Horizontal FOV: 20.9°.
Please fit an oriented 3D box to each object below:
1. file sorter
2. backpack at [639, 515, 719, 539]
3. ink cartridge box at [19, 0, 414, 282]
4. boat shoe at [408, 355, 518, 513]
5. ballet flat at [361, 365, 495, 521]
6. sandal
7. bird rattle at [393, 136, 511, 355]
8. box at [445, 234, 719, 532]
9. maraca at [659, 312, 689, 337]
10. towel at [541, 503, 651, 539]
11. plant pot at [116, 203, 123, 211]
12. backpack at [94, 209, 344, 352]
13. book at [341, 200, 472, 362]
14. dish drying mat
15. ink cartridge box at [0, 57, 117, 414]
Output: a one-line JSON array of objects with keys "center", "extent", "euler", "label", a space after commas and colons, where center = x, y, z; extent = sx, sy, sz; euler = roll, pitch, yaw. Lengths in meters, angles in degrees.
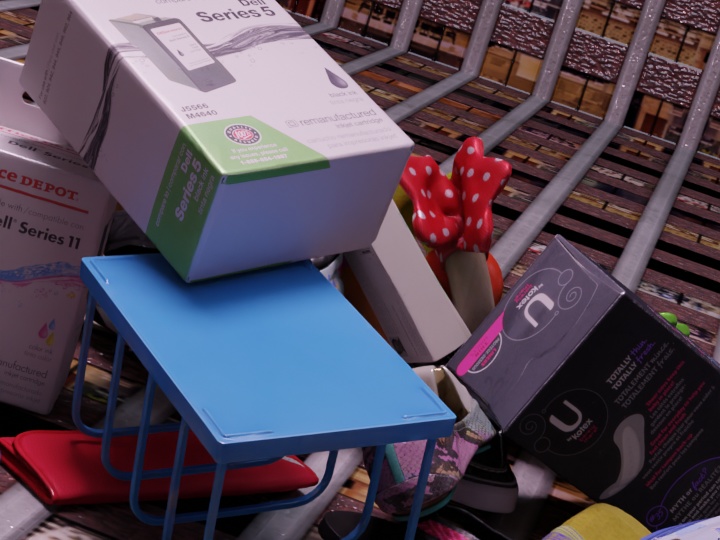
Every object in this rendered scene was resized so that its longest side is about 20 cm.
[{"center": [-0.064, 0.087, 1.095], "extent": [0.139, 0.123, 0.200], "euler": [-4, 29, -29], "label": "file sorter"}, {"center": [0.196, 0.198, 0.950], "extent": [0.190, 0.200, 0.154], "euler": [-3, -7, -36], "label": "backpack"}, {"center": [-0.090, -0.095, 1.174], "extent": [0.145, 0.084, 0.200], "euler": [-12, 48, -39], "label": "ink cartridge box"}, {"center": [0.066, 0.103, 1.361], "extent": [0.073, 0.068, 0.199], "euler": [14, 15, -15], "label": "boat shoe"}, {"center": [0.040, 0.097, 1.196], "extent": [0.069, 0.071, 0.200], "euler": [-18, 2, 13], "label": "ballet flat"}, {"center": [0.074, 0.172, 1.161], "extent": [0.200, 0.045, 0.075], "euler": [18, 16, 1], "label": "sandal"}, {"center": [0.072, -0.015, 1.388], "extent": [0.113, 0.163, 0.200], "euler": [-16, 8, -13], "label": "bird rattle"}, {"center": [0.177, 0.089, 1.306], "extent": [0.200, 0.122, 0.106], "euler": [38, 6, -30], "label": "box"}, {"center": [0.155, 0.065, 1.437], "extent": [0.137, 0.107, 0.200], "euler": [-1, -19, -27], "label": "maraca"}, {"center": [0.166, 0.198, 1.152], "extent": [0.144, 0.023, 0.200], "euler": [38, 18, 17], "label": "towel"}, {"center": [-0.081, -0.041, 1.555], "extent": [0.200, 0.187, 0.186], "euler": [33, 16, 7], "label": "plant pot"}, {"center": [-0.088, 0.012, 1.367], "extent": [0.167, 0.127, 0.200], "euler": [-32, 34, -30], "label": "backpack"}, {"center": [0.000, 0.000, 1.391], "extent": [0.048, 0.134, 0.200], "euler": [-31, 8, -15], "label": "book"}, {"center": [-0.122, 0.117, 1.189], "extent": [0.200, 0.018, 0.077], "euler": [4, 21, -43], "label": "dish drying mat"}, {"center": [-0.220, -0.024, 1.230], "extent": [0.117, 0.200, 0.067], "euler": [17, 14, -3], "label": "ink cartridge box"}]
